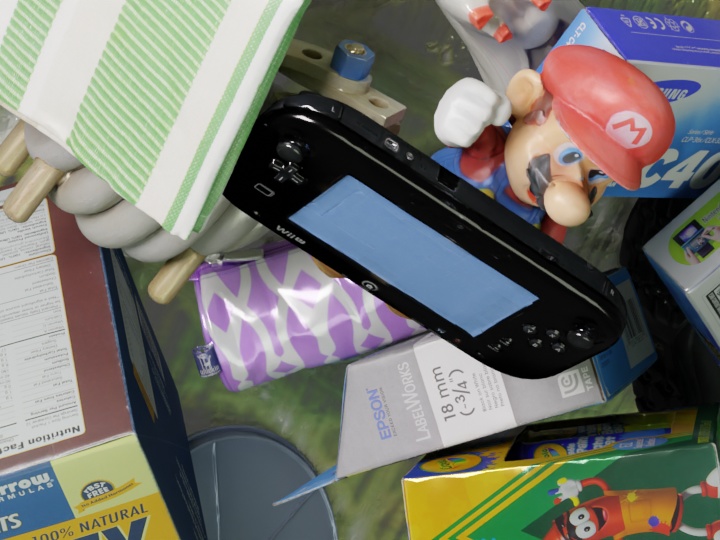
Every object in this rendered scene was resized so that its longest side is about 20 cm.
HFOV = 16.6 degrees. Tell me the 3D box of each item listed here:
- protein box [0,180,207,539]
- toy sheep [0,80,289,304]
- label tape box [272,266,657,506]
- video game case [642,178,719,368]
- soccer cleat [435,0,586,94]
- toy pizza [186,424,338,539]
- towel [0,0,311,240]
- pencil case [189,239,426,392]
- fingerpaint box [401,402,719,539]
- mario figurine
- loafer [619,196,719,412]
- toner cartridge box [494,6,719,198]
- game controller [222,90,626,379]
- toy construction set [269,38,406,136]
[{"bbox_3d":[-0.169,0.093,1.311,0.135,0.200,0.199,-16,136,0],"label":"protein box"},{"bbox_3d":[-0.098,-0.063,1.228,0.200,0.138,0.138,30,120,-31],"label":"toy sheep"},{"bbox_3d":[0.052,0.062,1.379,0.200,0.063,0.144,-18,-179,18],"label":"label tape box"},{"bbox_3d":[0.264,-0.017,1.376,0.181,0.045,0.200,-41,145,0],"label":"video game case"},{"bbox_3d":[0.077,-0.133,1.260,0.069,0.078,0.200,-37,153,4],"label":"soccer cleat"},{"bbox_3d":[-0.091,0.190,1.479,0.200,0.032,0.201,-10,104,-43],"label":"toy pizza"},{"bbox_3d":[-0.123,-0.127,1.125,0.023,0.200,0.153,-25,147,-57],"label":"towel"},{"bbox_3d":[0.000,0.000,1.358,0.200,0.084,0.086,-18,112,0],"label":"pencil case"},{"bbox_3d":[0.120,0.124,1.362,0.167,0.200,0.073,-7,92,10],"label":"fingerpaint box"},{"bbox_3d":[0.067,-0.032,1.185,0.200,0.106,0.123,-32,168,38],"label":"mario figurine"},{"bbox_3d":[0.195,0.015,1.441,0.070,0.068,0.201,-37,140,-27],"label":"loafer"},{"bbox_3d":[0.167,-0.085,1.297,0.200,0.043,0.095,-1,137,-44],"label":"toner cartridge box"},{"bbox_3d":[0.027,-0.012,1.151,0.200,0.042,0.104,33,141,-15],"label":"game controller"},{"bbox_3d":[-0.023,-0.155,1.151,0.131,0.092,0.200,-7,114,-40],"label":"toy construction set"}]
